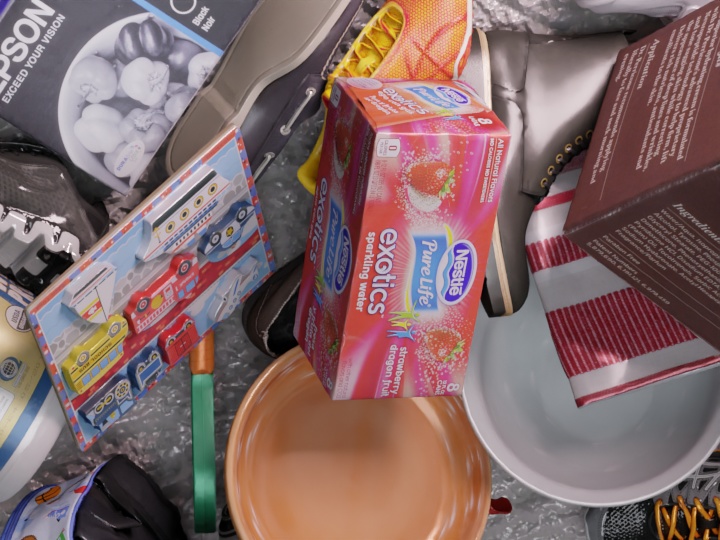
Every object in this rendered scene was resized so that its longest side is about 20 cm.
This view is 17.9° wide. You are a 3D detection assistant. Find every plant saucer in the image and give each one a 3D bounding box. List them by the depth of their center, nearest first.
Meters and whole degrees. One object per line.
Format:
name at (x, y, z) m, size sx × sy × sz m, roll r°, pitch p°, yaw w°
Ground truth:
plant saucer at (-0.004, 0.145, 1.611) m, size 0.198 × 0.037 × 0.202 m, roll 4°, pitch 77°, yaw -19°

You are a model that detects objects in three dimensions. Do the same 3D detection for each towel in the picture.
towel at (0.189, -0.019, 1.612) m, size 0.143 × 0.023 × 0.202 m, roll -17°, pitch 78°, yaw 2°

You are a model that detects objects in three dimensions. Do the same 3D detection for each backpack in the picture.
backpack at (-0.186, 0.241, 1.665) m, size 0.153 × 0.200 × 0.192 m, roll -17°, pitch 110°, yaw 16°

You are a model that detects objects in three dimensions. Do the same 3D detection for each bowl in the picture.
bowl at (0.171, 0.075, 1.651) m, size 0.199 × 0.090 × 0.203 m, roll -1°, pitch 79°, yaw 4°

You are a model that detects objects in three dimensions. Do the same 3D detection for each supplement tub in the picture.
supplement tub at (-0.301, 0.056, 1.588) m, size 0.199 × 0.145 × 0.145 m, roll 31°, pitch 107°, yaw -17°

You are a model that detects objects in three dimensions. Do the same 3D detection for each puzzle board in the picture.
puzzle board at (-0.136, 0.014, 1.557) m, size 0.200 × 0.017 × 0.151 m, roll -44°, pitch 146°, yaw -25°

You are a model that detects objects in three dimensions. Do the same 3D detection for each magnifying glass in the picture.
magnifying glass at (-0.114, 0.094, 1.667) m, size 0.022 × 0.080 × 0.202 m, roll -3°, pitch 102°, yaw -4°

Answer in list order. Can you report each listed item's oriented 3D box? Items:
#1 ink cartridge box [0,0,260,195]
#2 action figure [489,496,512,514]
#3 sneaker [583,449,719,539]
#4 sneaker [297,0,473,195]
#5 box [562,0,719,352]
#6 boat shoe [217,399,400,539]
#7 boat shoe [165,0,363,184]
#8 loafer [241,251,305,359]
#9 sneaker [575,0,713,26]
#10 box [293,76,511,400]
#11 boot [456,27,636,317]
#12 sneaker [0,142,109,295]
ink cartridge box at (-0.188, -0.184, 1.556) m, size 0.199 × 0.043 × 0.199 m, roll 32°, pitch 106°, yaw -15°
action figure at (0.028, 0.216, 1.729) m, size 0.200 × 0.052 × 0.066 m, roll -39°, pitch 74°, yaw 23°
sneaker at (0.267, 0.177, 1.730) m, size 0.198 × 0.077 × 0.079 m, roll -15°, pitch 115°, yaw 2°
sneaker at (0.019, -0.133, 1.556) m, size 0.077 × 0.073 × 0.201 m, roll 6°, pitch 110°, yaw -43°
box at (0.269, -0.072, 1.491) m, size 0.164 × 0.167 × 0.199 m, roll 35°, pitch 147°, yaw -22°
boat shoe at (-0.046, 0.120, 1.684) m, size 0.064 × 0.071 × 0.200 m, roll 40°, pitch 96°, yaw -20°
boat shoe at (-0.055, -0.132, 1.587) m, size 0.062 × 0.073 × 0.200 m, roll 26°, pitch 110°, yaw -41°
loafer at (0.000, 0.000, 1.633) m, size 0.073 × 0.071 × 0.200 m, roll 41°, pitch 103°, yaw -19°
sneaker at (0.248, -0.172, 1.584) m, size 0.198 × 0.075 × 0.116 m, roll -9°, pitch 110°, yaw -5°
box at (0.026, -0.021, 1.532) m, size 0.099 × 0.096 × 0.202 m, roll 0°, pitch 117°, yaw -21°
boot at (0.137, -0.073, 1.585) m, size 0.137 × 0.077 × 0.202 m, roll -5°, pitch 88°, yaw -8°
sneaker at (-0.254, -0.058, 1.580) m, size 0.199 × 0.091 × 0.066 m, roll 34°, pitch 135°, yaw -20°
